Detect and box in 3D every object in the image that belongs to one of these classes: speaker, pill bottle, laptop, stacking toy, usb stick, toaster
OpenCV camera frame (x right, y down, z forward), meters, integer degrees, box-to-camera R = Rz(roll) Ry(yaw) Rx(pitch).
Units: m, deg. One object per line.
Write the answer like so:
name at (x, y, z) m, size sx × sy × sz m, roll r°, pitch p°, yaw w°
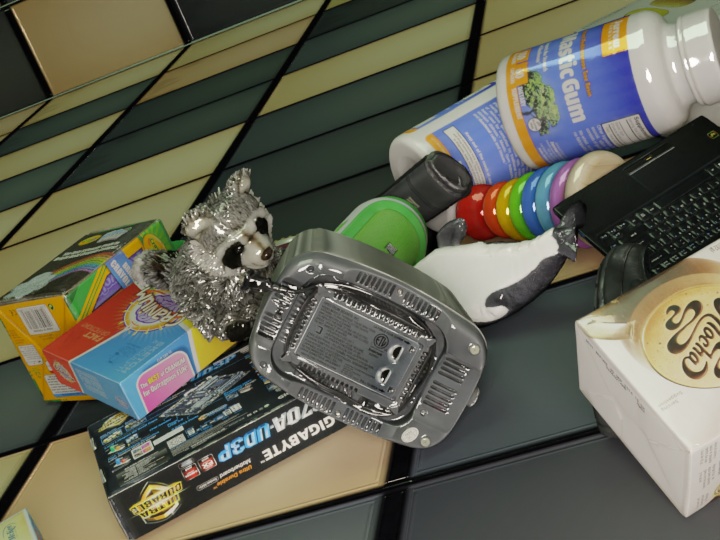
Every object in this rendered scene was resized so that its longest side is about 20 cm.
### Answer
speaker at (0.000, 0.000, 1.175) m, size 0.088 × 0.089 × 0.200 m, roll -13°, pitch 18°, yaw 25°
pill bottle at (0.235, -0.172, 1.182) m, size 0.199 × 0.113 × 0.112 m, roll -15°, pitch 22°, yaw 28°
pill bottle at (0.138, -0.133, 1.334) m, size 0.199 × 0.113 × 0.112 m, roll -30°, pitch 21°, yaw -19°
laptop at (0.282, -0.066, 1.010) m, size 0.176 × 0.104 × 0.200 m, roll -30°, pitch 52°, yaw -19°
stacking toy at (0.158, -0.058, 1.187) m, size 0.085 × 0.086 × 0.199 m, roll -36°, pitch 19°, yaw -31°
usb stick at (0.054, -0.071, 1.267) m, size 0.033 × 0.055 × 0.200 m, roll -56°, pitch 8°, yaw -19°
toaster at (-0.004, 0.042, 0.968) m, size 0.114 × 0.199 × 0.129 m, roll -64°, pitch 8°, yaw 11°

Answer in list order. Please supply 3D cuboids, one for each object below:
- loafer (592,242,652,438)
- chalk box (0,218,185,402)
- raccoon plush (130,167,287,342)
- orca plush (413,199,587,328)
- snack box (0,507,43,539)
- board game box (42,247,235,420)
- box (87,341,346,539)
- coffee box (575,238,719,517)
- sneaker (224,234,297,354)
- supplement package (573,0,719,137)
loafer at (0.201, 0.044, 0.900) m, size 0.070 × 0.069 × 0.201 m, roll -8°, pitch 29°, yaw 17°
chalk box at (-0.256, 0.031, 1.347) m, size 0.124 × 0.125 × 0.200 m, roll -8°, pitch 25°, yaw 39°
raccoon plush at (-0.145, -0.019, 1.062) m, size 0.198 × 0.135 × 0.097 m, roll 2°, pitch 46°, yaw 29°
orca plush at (0.118, 0.001, 1.081) m, size 0.071 × 0.106 × 0.200 m, roll 10°, pitch -38°, yaw -45°
snack box at (-0.277, 0.253, 0.941) m, size 0.116 × 0.037 × 0.200 m, roll -29°, pitch 21°, yaw -14°
board game box at (-0.170, 0.044, 1.167) m, size 0.200 × 0.041 × 0.152 m, roll -39°, pitch 31°, yaw -28°
box at (-0.123, 0.128, 1.067) m, size 0.199 × 0.046 × 0.159 m, roll -28°, pitch 20°, yaw -10°
coffee box at (0.244, 0.042, 0.775) m, size 0.199 × 0.080 × 0.113 m, roll -28°, pitch 51°, yaw -11°
sneaker at (-0.110, 0.036, 1.262) m, size 0.199 × 0.075 × 0.090 m, roll -25°, pitch 28°, yaw 15°
supplement package at (0.326, -0.215, 1.333) m, size 0.113 × 0.110 × 0.200 m, roll -27°, pitch 20°, yaw -11°
